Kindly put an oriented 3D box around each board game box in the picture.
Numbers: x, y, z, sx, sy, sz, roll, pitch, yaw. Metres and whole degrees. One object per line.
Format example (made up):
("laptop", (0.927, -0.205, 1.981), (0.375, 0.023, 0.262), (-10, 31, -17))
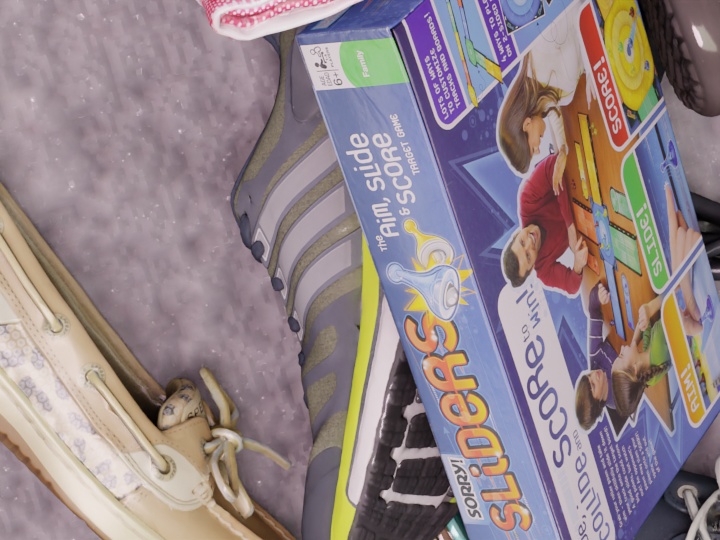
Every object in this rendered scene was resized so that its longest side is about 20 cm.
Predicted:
("board game box", (0.057, -0.014, 0.709), (0.135, 0.034, 0.201), (-45, 125, -46))

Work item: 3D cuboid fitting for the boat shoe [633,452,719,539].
("boat shoe", (0.129, 0.104, 0.793), (0.200, 0.062, 0.075), (28, 49, -16))

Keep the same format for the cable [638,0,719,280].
("cable", (0.148, -0.087, 0.789), (0.163, 0.051, 0.200), (43, 89, -15))

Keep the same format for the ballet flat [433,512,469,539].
("ballet flat", (0.055, 0.163, 0.803), (0.071, 0.071, 0.200), (-38, 102, -4))

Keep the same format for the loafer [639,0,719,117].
("loafer", (0.110, -0.147, 0.732), (0.071, 0.073, 0.201), (-15, 74, 1))

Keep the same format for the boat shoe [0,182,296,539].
("boat shoe", (-0.084, 0.041, 0.747), (0.200, 0.073, 0.063), (43, 91, -14))

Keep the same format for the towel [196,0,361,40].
("towel", (0.005, -0.127, 0.684), (0.146, 0.200, 0.030), (-11, 121, -9))

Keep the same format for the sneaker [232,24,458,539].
("sneaker", (0.000, 0.000, 0.747), (0.074, 0.081, 0.201), (12, 82, -54))
